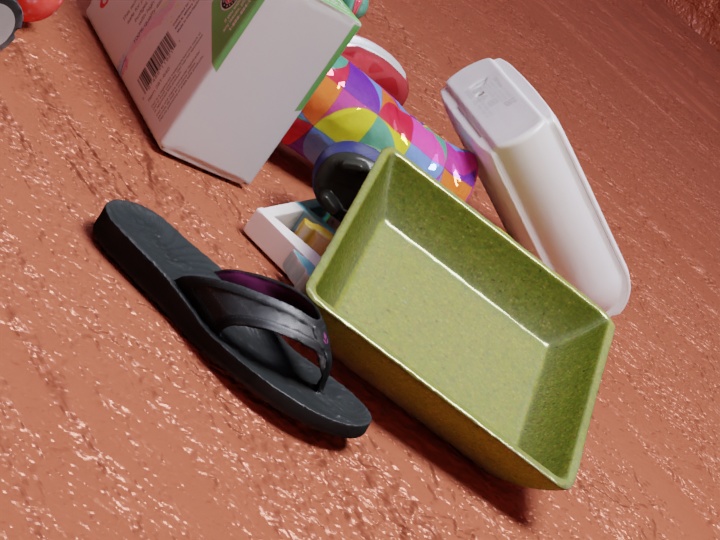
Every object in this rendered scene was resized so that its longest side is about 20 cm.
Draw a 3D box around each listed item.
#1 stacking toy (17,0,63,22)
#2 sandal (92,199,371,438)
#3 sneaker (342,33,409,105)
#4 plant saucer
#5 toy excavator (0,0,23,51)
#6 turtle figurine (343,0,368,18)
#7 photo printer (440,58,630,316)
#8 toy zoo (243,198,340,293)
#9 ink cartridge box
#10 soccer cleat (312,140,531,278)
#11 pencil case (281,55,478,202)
[{"bbox_3d":[-0.274,-0.250,1.250,0.200,0.085,0.085,53,23,22],"label":"stacking toy"},{"bbox_3d":[-0.069,0.019,0.997,0.200,0.048,0.075,41,19,14],"label":"sandal"},{"bbox_3d":[-0.041,-0.143,1.427,0.200,0.078,0.116,14,36,-26],"label":"sneaker"},{"bbox_3d":[0.058,0.037,1.122,0.200,0.048,0.200,37,33,-6],"label":"plant saucer"},{"bbox_3d":[-0.214,-0.242,1.122,0.194,0.200,0.100,16,28,-46],"label":"toy excavator"},{"bbox_3d":[-0.057,-0.290,1.684,0.199,0.101,0.150,20,5,-2],"label":"turtle figurine"},{"bbox_3d":[0.146,-0.057,1.428,0.200,0.069,0.166,61,1,-27],"label":"photo printer"},{"bbox_3d":[0.000,0.000,1.209,0.131,0.020,0.200,41,19,12],"label":"toy zoo"},{"bbox_3d":[-0.103,-0.180,1.260,0.084,0.145,0.200,22,23,-37],"label":"ink cartridge box"},{"bbox_3d":[0.055,-0.027,1.239,0.200,0.065,0.084,34,16,-7],"label":"soccer cleat"},{"bbox_3d":[-0.004,-0.109,1.332,0.200,0.088,0.088,39,16,-23],"label":"pencil case"}]
